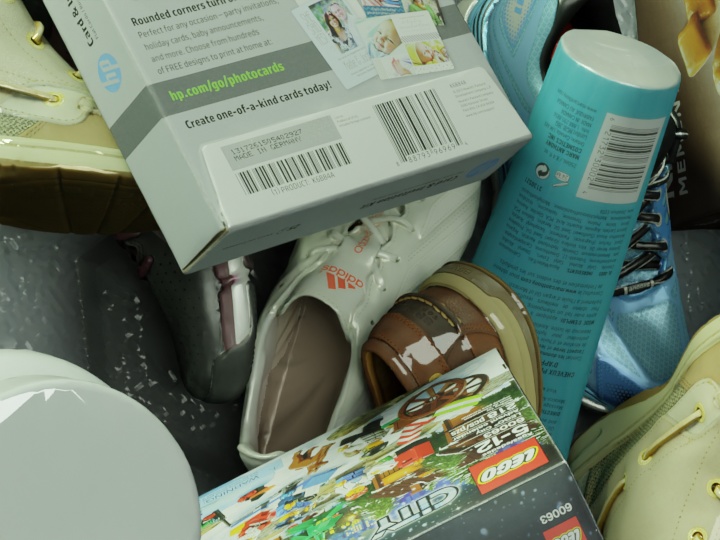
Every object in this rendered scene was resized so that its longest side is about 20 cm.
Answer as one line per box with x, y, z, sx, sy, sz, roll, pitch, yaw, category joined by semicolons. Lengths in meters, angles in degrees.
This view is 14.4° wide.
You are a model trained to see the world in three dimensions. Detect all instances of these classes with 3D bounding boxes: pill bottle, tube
-0.135;0.084;0.980;0.114;0.200;0.115;1;88;-25;pill bottle
0.076;0.001;1.165;0.077;0.050;0.201;17;116;-3;tube

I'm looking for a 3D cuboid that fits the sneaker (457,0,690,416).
0.098;-0.033;1.200;0.078;0.090;0.201;-20;91;-32;sneaker

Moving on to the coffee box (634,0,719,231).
0.179;-0.123;1.236;0.079;0.114;0.201;-2;85;-23;coffee box

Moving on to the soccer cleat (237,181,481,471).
0.000;0.000;1.162;0.069;0.078;0.201;11;78;23;soccer cleat

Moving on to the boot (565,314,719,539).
0.150;0.107;1.127;0.073;0.200;0.156;18;54;-26;boot

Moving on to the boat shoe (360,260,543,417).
0.039;0.098;1.150;0.067;0.072;0.201;-28;119;-34;boat shoe

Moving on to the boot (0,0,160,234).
-0.133;-0.097;1.081;0.199;0.072;0.155;6;70;-12;boot

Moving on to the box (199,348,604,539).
-0.020;0.106;1.032;0.200;0.137;0.038;-27;106;-1;box

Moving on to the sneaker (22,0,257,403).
-0.113;-0.037;1.141;0.115;0.076;0.201;-9;78;-15;sneaker

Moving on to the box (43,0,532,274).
-0.044;-0.110;1.073;0.156;0.041;0.200;-19;76;-39;box
